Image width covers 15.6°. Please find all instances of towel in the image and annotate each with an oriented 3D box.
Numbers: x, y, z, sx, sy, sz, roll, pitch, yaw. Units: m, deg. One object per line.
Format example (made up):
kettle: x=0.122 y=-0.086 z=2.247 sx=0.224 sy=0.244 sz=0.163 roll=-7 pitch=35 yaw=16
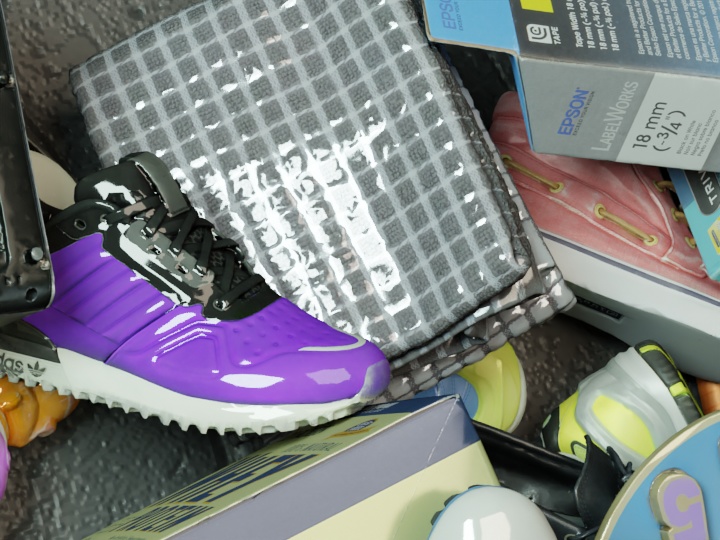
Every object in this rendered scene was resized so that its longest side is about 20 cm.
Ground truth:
towel: x=-0.021 y=-0.036 z=1.160 sx=0.165 sy=0.086 sz=0.201 roll=-27 pitch=73 yaw=4

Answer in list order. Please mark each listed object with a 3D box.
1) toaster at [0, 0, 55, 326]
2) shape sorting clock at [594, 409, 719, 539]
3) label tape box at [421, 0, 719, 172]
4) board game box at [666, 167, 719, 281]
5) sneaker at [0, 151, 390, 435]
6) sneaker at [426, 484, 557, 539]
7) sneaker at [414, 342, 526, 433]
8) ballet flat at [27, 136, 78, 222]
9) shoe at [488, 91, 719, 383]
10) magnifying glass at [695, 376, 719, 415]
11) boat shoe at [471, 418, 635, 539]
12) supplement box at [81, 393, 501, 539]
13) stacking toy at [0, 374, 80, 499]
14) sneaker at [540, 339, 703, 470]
toaster: x=-0.233 y=-0.049 z=1.015 sx=0.199 sy=0.118 sz=0.182 roll=-8 pitch=81 yaw=-30
shape sorting clock: x=0.186 y=0.155 z=1.133 sx=0.198 sy=0.039 sz=0.202 roll=-1 pitch=93 yaw=-21
label tape box: x=0.108 y=-0.123 z=1.216 sx=0.198 sy=0.064 sz=0.145 roll=5 pitch=47 yaw=-15
board game box: x=0.234 y=-0.045 z=1.317 sx=0.199 sy=0.047 sz=0.152 roll=16 pitch=43 yaw=-36
sneaker: x=-0.081 y=0.004 z=1.076 sx=0.069 sy=0.199 sz=0.100 roll=-22 pitch=120 yaw=-66
sneaker: x=0.055 y=0.178 z=0.948 sx=0.071 sy=0.072 sz=0.202 roll=2 pitch=83 yaw=-19
sneaker: x=0.000 y=0.000 z=1.217 sx=0.105 sy=0.076 sz=0.201 roll=-24 pitch=85 yaw=-31
ballet flat: x=-0.175 y=-0.059 z=1.150 sx=0.200 sy=0.068 sz=0.068 roll=39 pitch=62 yaw=-10
shoe: x=0.143 y=-0.014 z=1.282 sx=0.199 sy=0.071 sz=0.092 roll=22 pitch=72 yaw=-4
magnifying glass: x=0.173 y=0.014 z=1.334 sx=0.079 sy=0.022 sz=0.202 roll=-3 pitch=75 yaw=-28
boat shoe: x=0.104 y=0.111 z=1.173 sx=0.198 sy=0.063 sz=0.075 roll=16 pitch=20 yaw=3
supplement box: x=-0.026 y=0.180 z=1.028 sx=0.199 sy=0.134 sz=0.201 roll=-25 pitch=93 yaw=-20
stacking toy: x=-0.185 y=0.082 z=1.088 sx=0.200 sy=0.116 sz=0.110 roll=-35 pitch=89 yaw=-43
sneaker: x=0.155 y=0.134 z=1.265 sx=0.076 sy=0.075 sz=0.201 roll=-27 pitch=96 yaw=6
